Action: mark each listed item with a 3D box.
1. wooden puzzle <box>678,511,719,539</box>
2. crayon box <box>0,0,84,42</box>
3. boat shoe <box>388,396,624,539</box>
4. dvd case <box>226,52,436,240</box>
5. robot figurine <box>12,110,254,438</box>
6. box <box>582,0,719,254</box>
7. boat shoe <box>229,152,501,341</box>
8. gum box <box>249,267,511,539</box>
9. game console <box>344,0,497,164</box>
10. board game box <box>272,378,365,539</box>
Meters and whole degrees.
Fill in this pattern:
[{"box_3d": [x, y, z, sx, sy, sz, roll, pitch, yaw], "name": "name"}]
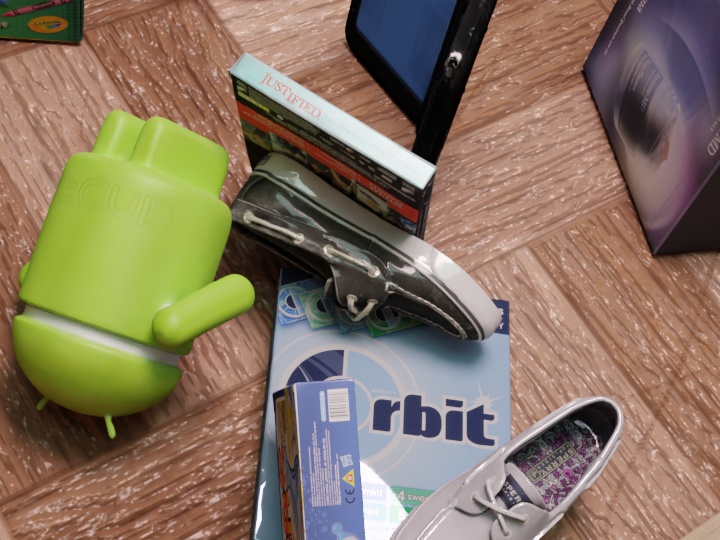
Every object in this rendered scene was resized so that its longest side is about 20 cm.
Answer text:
[{"box_3d": [0.274, 0.252, 0.820, 0.199, 0.037, 0.186, -27, 68, -21], "name": "wooden puzzle"}, {"box_3d": [-0.317, -0.249, 0.984, 0.197, 0.058, 0.120, 1, 58, -11], "name": "crayon box"}, {"box_3d": [0.092, 0.145, 0.770, 0.199, 0.069, 0.072, -28, 69, -27], "name": "boat shoe"}, {"box_3d": [-0.018, -0.065, 0.855, 0.145, 0.200, 0.022, 32, 75, 9], "name": "dvd case"}, {"box_3d": [-0.154, 0.003, 0.806, 0.174, 0.115, 0.202, 13, 83, 40], "name": "robot figurine"}, {"box_3d": [0.284, -0.150, 0.970, 0.122, 0.201, 0.200, -5, 59, -16], "name": "box"}, {"box_3d": [0.000, 0.000, 0.845, 0.199, 0.071, 0.064, 32, 72, 7], "name": "boat shoe"}, {"box_3d": [0.017, 0.104, 0.846, 0.168, 0.045, 0.202, 8, 58, -7], "name": "gum box"}, {"box_3d": [0.027, -0.160, 0.920, 0.115, 0.201, 0.177, 21, 57, 3], "name": "game console"}, {"box_3d": [-0.022, 0.166, 0.703, 0.034, 0.135, 0.203, -3, 82, -9], "name": "board game box"}]
